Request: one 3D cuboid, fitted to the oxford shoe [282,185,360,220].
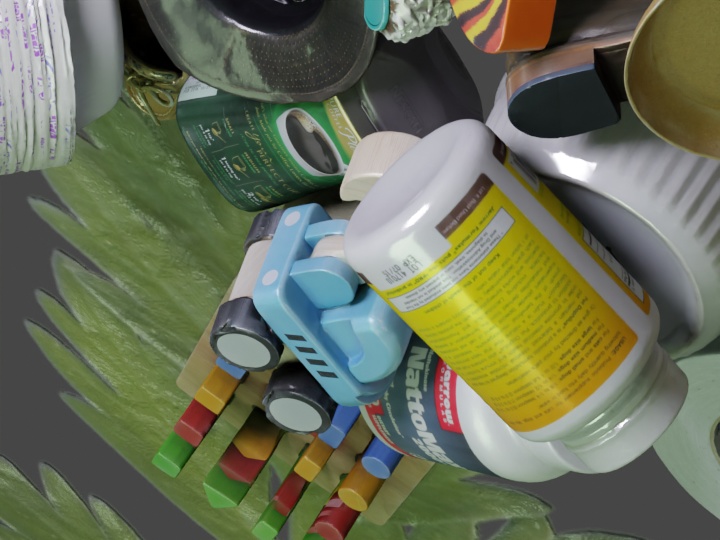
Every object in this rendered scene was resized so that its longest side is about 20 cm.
[{"bbox_3d":[0.021,-0.029,1.674,0.199,0.074,0.071,-8,129,48],"label":"oxford shoe"}]

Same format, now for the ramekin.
[{"bbox_3d":[0.152,-0.036,1.514,0.199,0.105,0.201,24,147,16],"label":"ramekin"}]

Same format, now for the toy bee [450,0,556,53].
[{"bbox_3d":[0.085,-0.222,1.349,0.130,0.201,0.109,18,-161,-46],"label":"toy bee"}]

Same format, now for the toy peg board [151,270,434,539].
[{"bbox_3d":[-0.051,0.125,1.929,0.199,0.098,0.199,34,149,0],"label":"toy peg board"}]

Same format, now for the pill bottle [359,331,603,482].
[{"bbox_3d":[0.094,0.073,1.664,0.120,0.120,0.200,50,159,-24],"label":"pill bottle"}]

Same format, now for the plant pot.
[{"bbox_3d":[0.231,-0.122,1.316,0.198,0.028,0.201,-5,147,-4],"label":"plant pot"}]

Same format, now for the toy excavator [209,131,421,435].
[{"bbox_3d":[0.000,0.000,1.584,0.199,0.100,0.195,-10,134,34],"label":"toy excavator"}]

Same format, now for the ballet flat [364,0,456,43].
[{"bbox_3d":[0.031,-0.225,1.401,0.071,0.072,0.202,13,118,31],"label":"ballet flat"}]

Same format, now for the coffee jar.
[{"bbox_3d":[-0.019,-0.100,1.605,0.199,0.085,0.105,-8,123,49],"label":"coffee jar"}]

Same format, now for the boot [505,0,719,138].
[{"bbox_3d":[0.172,-0.142,1.393,0.198,0.098,0.075,-11,145,9],"label":"boot"}]

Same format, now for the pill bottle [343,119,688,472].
[{"bbox_3d":[0.091,0.019,1.440,0.200,0.109,0.109,45,147,-16],"label":"pill bottle"}]

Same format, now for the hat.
[{"bbox_3d":[-0.054,-0.200,1.510,0.199,0.081,0.202,16,128,22],"label":"hat"}]

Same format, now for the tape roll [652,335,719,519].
[{"bbox_3d":[0.280,0.099,1.614,0.199,0.066,0.201,25,148,17],"label":"tape roll"}]

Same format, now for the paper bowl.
[{"bbox_3d":[-0.211,-0.165,1.628,0.104,0.202,0.201,-9,148,-12],"label":"paper bowl"}]

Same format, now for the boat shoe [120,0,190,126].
[{"bbox_3d":[-0.136,-0.157,1.660,0.073,0.063,0.201,25,148,14],"label":"boat shoe"}]
